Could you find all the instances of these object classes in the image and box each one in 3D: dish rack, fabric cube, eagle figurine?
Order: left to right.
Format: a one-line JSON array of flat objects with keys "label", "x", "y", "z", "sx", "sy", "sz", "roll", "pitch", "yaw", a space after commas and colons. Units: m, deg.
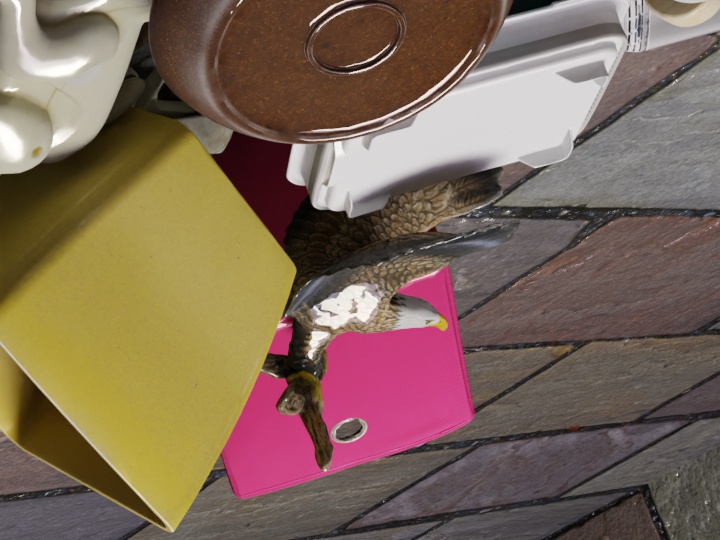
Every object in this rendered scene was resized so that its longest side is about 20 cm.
[{"label": "fabric cube", "x": -0.042, "y": 0.012, "z": 1.596, "sx": 0.195, "sy": 0.200, "sz": 0.200, "roll": -18, "pitch": 143, "yaw": -4}, {"label": "eagle figurine", "x": 0.005, "y": 0.001, "z": 1.390, "sx": 0.151, "sy": 0.152, "sz": 0.200, "roll": -7, "pitch": 134, "yaw": -53}, {"label": "dish rack", "x": 0.061, "y": -0.089, "z": 1.280, "sx": 0.199, "sy": 0.044, "sz": 0.172, "roll": -15, "pitch": 162, "yaw": -13}]

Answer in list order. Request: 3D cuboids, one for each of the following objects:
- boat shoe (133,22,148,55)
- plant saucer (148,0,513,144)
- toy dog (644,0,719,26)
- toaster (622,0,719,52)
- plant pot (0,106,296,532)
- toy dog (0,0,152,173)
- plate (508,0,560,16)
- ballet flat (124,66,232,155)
[{"label": "boat shoe", "x": -0.222, "y": -0.115, "z": 1.312, "sx": 0.200, "sy": 0.072, "sz": 0.066, "roll": -20, "pitch": 158, "yaw": -17}, {"label": "plant saucer", "x": -0.007, "y": -0.127, "z": 1.104, "sx": 0.199, "sy": 0.035, "sz": 0.201, "roll": -14, "pitch": 147, "yaw": -9}, {"label": "toy dog", "x": 0.210, "y": -0.229, "z": 1.228, "sx": 0.096, "sy": 0.201, "sz": 0.132, "roll": 18, "pitch": -159, "yaw": 29}, {"label": "toaster", "x": 0.217, "y": -0.219, "z": 1.436, "sx": 0.129, "sy": 0.114, "sz": 0.200, "roll": -17, "pitch": 165, "yaw": 2}, {"label": "plant pot", "x": -0.162, "y": 0.006, "z": 1.318, "sx": 0.177, "sy": 0.200, "sz": 0.200, "roll": -50, "pitch": 127, "yaw": -17}, {"label": "toy dog", "x": -0.153, "y": -0.143, "z": 1.180, "sx": 0.200, "sy": 0.140, "sz": 0.194, "roll": -42, "pitch": 137, "yaw": 24}, {"label": "plate", "x": 0.057, "y": -0.122, "z": 1.290, "sx": 0.199, "sy": 0.026, "sz": 0.200, "roll": -19, "pitch": 161, "yaw": -7}, {"label": "ballet flat", "x": -0.154, "y": -0.114, "z": 1.440, "sx": 0.200, "sy": 0.067, "sz": 0.062, "roll": -2, "pitch": 127, "yaw": -55}]
